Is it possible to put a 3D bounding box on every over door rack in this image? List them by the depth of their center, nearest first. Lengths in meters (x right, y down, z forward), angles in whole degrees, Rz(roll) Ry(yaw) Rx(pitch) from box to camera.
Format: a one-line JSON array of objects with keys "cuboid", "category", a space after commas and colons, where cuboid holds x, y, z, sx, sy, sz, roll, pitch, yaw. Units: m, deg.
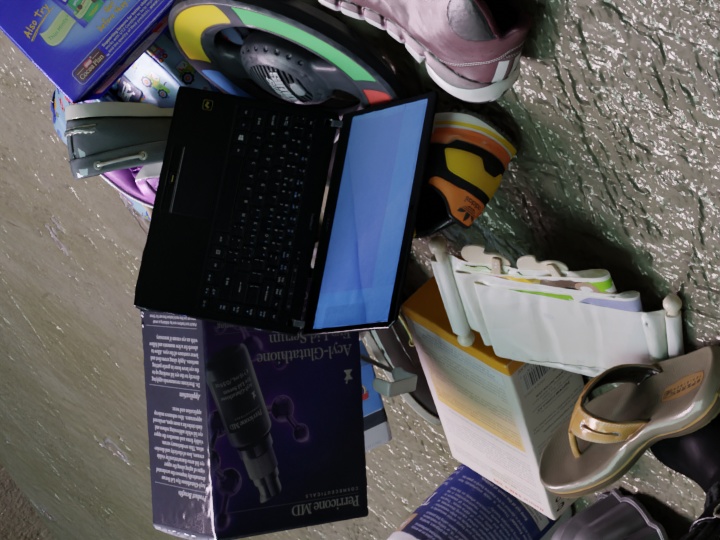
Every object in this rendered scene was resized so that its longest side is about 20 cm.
[{"cuboid": [0.000, 0.000, 1.640, 0.200, 0.066, 0.148, 30, 120, 51], "category": "over door rack"}]

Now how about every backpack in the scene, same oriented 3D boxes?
[{"cuboid": [-0.168, -0.159, 1.695, 0.183, 0.135, 0.200, 44, 156, 5], "category": "backpack"}]

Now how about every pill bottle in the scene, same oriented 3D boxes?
[{"cuboid": [0.091, 0.257, 1.835, 0.111, 0.200, 0.111, 39, 157, 20], "category": "pill bottle"}]

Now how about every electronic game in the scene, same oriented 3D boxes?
[{"cuboid": [-0.055, -0.154, 1.531, 0.200, 0.042, 0.200, 22, 161, 8], "category": "electronic game"}]

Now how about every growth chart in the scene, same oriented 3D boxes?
[{"cuboid": [0.148, 0.035, 1.484, 0.199, 0.018, 0.145, 13, 145, 15], "category": "growth chart"}]

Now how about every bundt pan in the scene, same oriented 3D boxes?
[{"cuboid": [0.222, 0.294, 1.730, 0.202, 0.076, 0.202, 160, 90, -74], "category": "bundt pan"}]

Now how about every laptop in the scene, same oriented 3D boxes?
[{"cuboid": [-0.057, -0.050, 1.466, 0.199, 0.178, 0.103, 10, 167, 2], "category": "laptop"}]

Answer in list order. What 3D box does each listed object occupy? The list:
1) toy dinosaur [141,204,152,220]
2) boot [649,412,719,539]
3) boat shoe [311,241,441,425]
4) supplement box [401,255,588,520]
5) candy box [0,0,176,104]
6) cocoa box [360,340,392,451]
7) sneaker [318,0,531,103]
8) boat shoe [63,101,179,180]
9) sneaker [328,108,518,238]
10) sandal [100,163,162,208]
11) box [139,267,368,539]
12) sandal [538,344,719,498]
[{"cuboid": [-0.135, 0.034, 1.689, 0.058, 0.101, 0.201, -36, -66, -73], "category": "toy dinosaur"}, {"cuboid": [0.250, 0.173, 1.425, 0.211, 0.158, 0.080, 18, 148, 49], "category": "boot"}, {"cuboid": [0.033, 0.047, 1.759, 0.201, 0.060, 0.072, 54, -168, -17], "category": "boat shoe"}, {"cuboid": [0.122, 0.098, 1.668, 0.126, 0.074, 0.200, 30, 152, 39], "category": "supplement box"}, {"cuboid": [-0.226, -0.259, 1.560, 0.200, 0.169, 0.077, 46, -169, 1], "category": "candy box"}, {"cuboid": [-0.073, 0.071, 1.827, 0.131, 0.133, 0.200, 78, 169, -52], "category": "cocoa box"}, {"cuboid": [0.035, -0.205, 1.320, 0.200, 0.076, 0.116, 35, 153, 3], "category": "sneaker"}, {"cuboid": [-0.133, -0.094, 1.571, 0.073, 0.199, 0.062, 167, 105, -72], "category": "boat shoe"}, {"cuboid": [0.028, -0.063, 1.494, 0.070, 0.090, 0.200, 37, 156, -29], "category": "sneaker"}, {"cuboid": [-0.131, -0.065, 1.622, 0.202, 0.050, 0.083, 26, 116, 1], "category": "sandal"}, {"cuboid": [-0.084, 0.104, 1.589, 0.104, 0.148, 0.201, 0, 96, 56], "category": "box"}, {"cuboid": [0.192, 0.101, 1.463, 0.054, 0.080, 0.200, 30, 141, -21], "category": "sandal"}]
